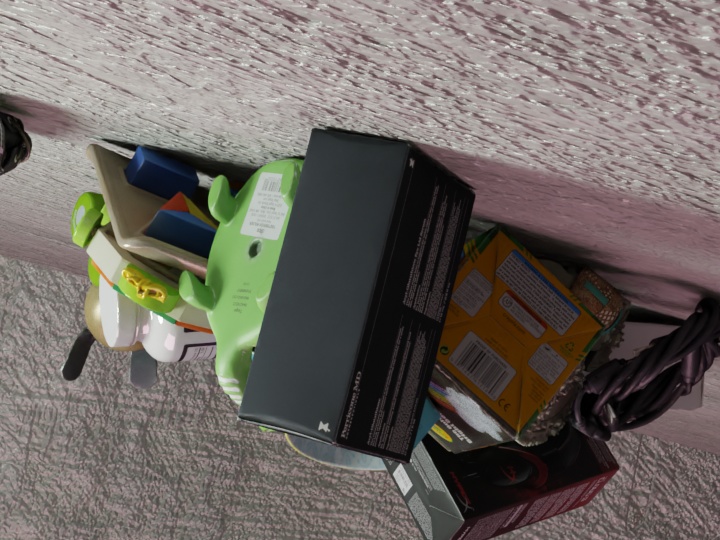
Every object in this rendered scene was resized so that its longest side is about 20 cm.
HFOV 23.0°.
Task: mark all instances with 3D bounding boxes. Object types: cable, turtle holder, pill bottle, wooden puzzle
[{"bbox_3d":[0.253,0.085,1.529,0.051,0.163,0.200,50,-172,19],"label":"cable"},{"bbox_3d":[-0.043,0.014,1.320,0.132,0.186,0.141,23,142,-37],"label":"turtle holder"},{"bbox_3d":[-0.127,0.022,1.579,0.200,0.113,0.112,-3,-179,-20],"label":"pill bottle"},{"bbox_3d":[-0.124,-0.042,1.459,0.185,0.046,0.200,21,-163,-28],"label":"wooden puzzle"}]

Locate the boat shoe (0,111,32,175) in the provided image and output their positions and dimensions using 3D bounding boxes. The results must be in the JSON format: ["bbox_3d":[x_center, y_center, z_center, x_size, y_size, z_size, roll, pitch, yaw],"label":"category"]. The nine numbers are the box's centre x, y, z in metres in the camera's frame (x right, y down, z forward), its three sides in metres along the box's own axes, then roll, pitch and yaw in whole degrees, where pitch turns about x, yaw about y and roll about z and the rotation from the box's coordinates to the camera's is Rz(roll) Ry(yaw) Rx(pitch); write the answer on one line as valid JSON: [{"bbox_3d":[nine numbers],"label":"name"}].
[{"bbox_3d":[-0.306,-0.105,1.466,0.066,0.070,0.200,-2,177,-19],"label":"boat shoe"}]

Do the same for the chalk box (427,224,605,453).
[{"bbox_3d":[0.087,0.064,1.460,0.125,0.124,0.200,43,162,-6],"label":"chalk box"}]

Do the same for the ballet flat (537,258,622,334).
[{"bbox_3d":[0.142,0.011,1.530,0.200,0.071,0.065,4,141,50],"label":"ballet flat"}]

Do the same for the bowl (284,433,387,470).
[{"bbox_3d":[0.022,0.106,1.743,0.200,0.108,0.200,-3,148,-2],"label":"bowl"}]

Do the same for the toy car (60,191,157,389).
[{"bbox_3d":[-0.230,0.042,1.823,0.164,0.200,0.158,12,-153,-30],"label":"toy car"}]

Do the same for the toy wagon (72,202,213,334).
[{"bbox_3d":[-0.157,0.002,1.423,0.155,0.040,0.200,30,-165,2],"label":"toy wagon"}]

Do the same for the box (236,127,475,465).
[{"bbox_3d":[0.001,0.021,1.201,0.079,0.200,0.141,12,173,22],"label":"box"}]

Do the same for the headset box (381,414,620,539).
[{"bbox_3d":[0.125,0.153,1.595,0.200,0.149,0.075,-13,152,-31],"label":"headset box"}]

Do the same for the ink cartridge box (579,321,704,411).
[{"bbox_3d":[0.238,0.093,1.769,0.145,0.084,0.200,4,177,-15],"label":"ink cartridge box"}]

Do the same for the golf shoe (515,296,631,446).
[{"bbox_3d":[0.161,0.080,1.583,0.097,0.078,0.200,24,-139,19],"label":"golf shoe"}]

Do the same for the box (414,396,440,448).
[{"bbox_3d":[-0.030,0.084,1.462,0.200,0.049,0.082,21,152,47],"label":"box"}]
